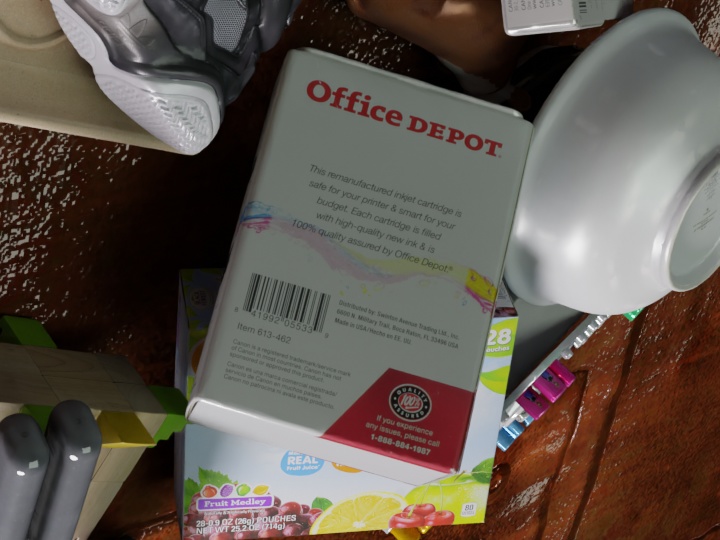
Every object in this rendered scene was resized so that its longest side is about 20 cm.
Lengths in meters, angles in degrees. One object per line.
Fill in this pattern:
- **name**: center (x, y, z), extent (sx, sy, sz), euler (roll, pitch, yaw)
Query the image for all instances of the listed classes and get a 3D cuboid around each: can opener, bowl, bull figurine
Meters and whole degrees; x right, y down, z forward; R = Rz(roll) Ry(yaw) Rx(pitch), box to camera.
- **can opener**: center (-0.162, 0.145, 0.781), extent (0.053, 0.067, 0.201), euler (-13, 149, -29)
- **bowl**: center (0.181, -0.050, 0.958), extent (0.200, 0.090, 0.202), euler (-34, 142, -33)
- **bull figurine**: center (0.065, -0.170, 0.938), extent (0.199, 0.065, 0.122), euler (16, 101, -55)

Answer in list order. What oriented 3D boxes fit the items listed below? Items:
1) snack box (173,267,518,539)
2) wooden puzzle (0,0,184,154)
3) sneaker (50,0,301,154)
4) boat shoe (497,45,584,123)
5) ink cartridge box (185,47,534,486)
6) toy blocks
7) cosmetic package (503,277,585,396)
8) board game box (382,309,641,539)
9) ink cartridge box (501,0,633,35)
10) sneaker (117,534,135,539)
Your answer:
- **snack box**: center (-0.014, 0.081, 0.965), extent (0.198, 0.068, 0.170), euler (-2, 125, -13)
- **wooden puzzle**: center (-0.117, -0.166, 0.750), extent (0.184, 0.046, 0.202), euler (6, 108, -51)
- **sneaker**: center (-0.087, -0.151, 0.699), extent (0.114, 0.075, 0.201), euler (-49, 147, -17)
- **boat shoe**: center (0.088, -0.076, 1.023), extent (0.200, 0.067, 0.072), euler (-44, 119, -16)
- **ink cartridge box**: center (0.000, 0.000, 0.859), extent (0.083, 0.144, 0.202), euler (130, -24, -74)
- **toy blocks**: center (-0.201, 0.108, 0.835), extent (0.199, 0.100, 0.137), euler (12, 119, -50)
- **cosmetic package**: center (0.122, -0.025, 1.082), extent (0.200, 0.107, 0.090), euler (-45, 144, -12)
- **board game box**: center (0.120, 0.098, 1.135), extent (0.200, 0.026, 0.200), euler (-51, 170, 36)
- **ink cartridge box**: center (0.111, -0.237, 0.884), extent (0.176, 0.044, 0.202), euler (-26, 111, -69)
- **sneaker**: center (-0.162, 0.216, 0.909), extent (0.108, 0.067, 0.201), euler (-44, 180, -7)
